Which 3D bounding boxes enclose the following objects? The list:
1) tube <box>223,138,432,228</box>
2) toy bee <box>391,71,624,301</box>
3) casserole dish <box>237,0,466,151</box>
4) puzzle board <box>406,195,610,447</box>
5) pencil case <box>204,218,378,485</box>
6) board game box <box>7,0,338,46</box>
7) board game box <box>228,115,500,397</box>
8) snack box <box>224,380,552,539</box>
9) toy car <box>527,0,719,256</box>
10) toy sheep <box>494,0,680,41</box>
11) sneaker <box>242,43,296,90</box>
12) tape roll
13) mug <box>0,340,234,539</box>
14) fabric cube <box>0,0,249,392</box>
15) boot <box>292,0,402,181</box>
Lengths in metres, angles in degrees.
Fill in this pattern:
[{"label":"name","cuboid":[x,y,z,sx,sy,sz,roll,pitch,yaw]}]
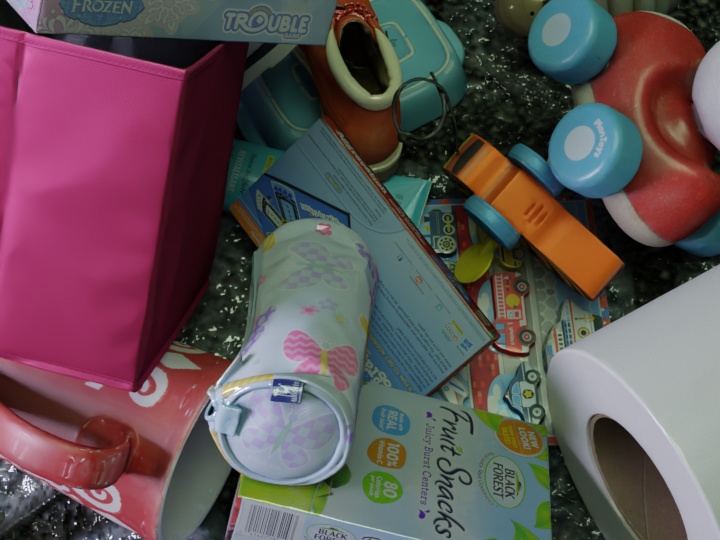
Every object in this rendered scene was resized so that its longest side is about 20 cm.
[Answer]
[{"label":"tube","cuboid":[-0.050,-0.058,1.024,0.198,0.050,0.078,16,85,4]},{"label":"toy bee","cuboid":[0.107,-0.065,0.991,0.130,0.109,0.201,-27,98,-3]},{"label":"casserole dish","cuboid":[-0.006,-0.157,1.077,0.199,0.039,0.122,-26,68,-14]},{"label":"puzzle board","cuboid":[0.111,0.034,1.000,0.149,0.017,0.202,-3,65,-3]},{"label":"pencil case","cuboid":[-0.039,0.047,0.867,0.090,0.084,0.201,5,33,4]},{"label":"board game box","cuboid":[-0.147,-0.203,0.846,0.199,0.044,0.199,-4,34,-38]},{"label":"board game box","cuboid":[0.000,0.000,0.963,0.103,0.019,0.201,-41,79,20]},{"label":"snack box","cuboid":[0.022,0.139,0.880,0.198,0.053,0.143,15,34,-3]},{"label":"toy car","cuboid":[0.254,-0.127,0.944,0.199,0.184,0.178,-26,57,35]},{"label":"toy sheep","cuboid":[0.189,-0.236,1.074,0.199,0.138,0.138,-30,69,-21]},{"label":"sneaker","cuboid":[-0.128,-0.152,0.982,0.200,0.080,0.076,-47,46,3]},{"label":"tape roll","cuboid":[0.230,0.110,0.865,0.138,0.203,0.203,-26,68,-15]},{"label":"mug","cuboid":[-0.189,0.078,0.888,0.199,0.178,0.134,22,71,14]},{"label":"fabric cube","cuboid":[-0.193,-0.071,0.858,0.198,0.201,0.196,13,21,2]},{"label":"boot","cuboid":[-0.010,-0.177,1.007,0.074,0.107,0.201,-14,64,-9]}]
